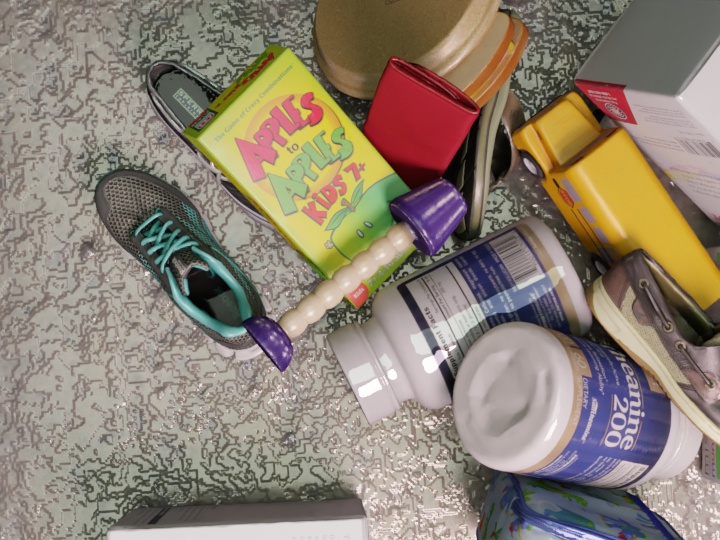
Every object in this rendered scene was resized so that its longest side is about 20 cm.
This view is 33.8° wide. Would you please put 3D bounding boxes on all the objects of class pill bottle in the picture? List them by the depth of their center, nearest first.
[{"bbox_3d":[0.177,0.111,0.924,0.200,0.111,0.111,16,85,-39],"label":"pill bottle"},{"bbox_3d":[0.078,0.046,0.973,0.200,0.111,0.111,-26,87,-3],"label":"pill bottle"}]

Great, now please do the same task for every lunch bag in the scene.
[{"bbox_3d":[0.176,0.214,0.921,0.160,0.200,0.083,20,93,1],"label":"lunch bag"}]

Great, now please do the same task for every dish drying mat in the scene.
[{"bbox_3d":[0.042,-0.111,0.939,0.077,0.200,0.018,31,74,1],"label":"dish drying mat"}]

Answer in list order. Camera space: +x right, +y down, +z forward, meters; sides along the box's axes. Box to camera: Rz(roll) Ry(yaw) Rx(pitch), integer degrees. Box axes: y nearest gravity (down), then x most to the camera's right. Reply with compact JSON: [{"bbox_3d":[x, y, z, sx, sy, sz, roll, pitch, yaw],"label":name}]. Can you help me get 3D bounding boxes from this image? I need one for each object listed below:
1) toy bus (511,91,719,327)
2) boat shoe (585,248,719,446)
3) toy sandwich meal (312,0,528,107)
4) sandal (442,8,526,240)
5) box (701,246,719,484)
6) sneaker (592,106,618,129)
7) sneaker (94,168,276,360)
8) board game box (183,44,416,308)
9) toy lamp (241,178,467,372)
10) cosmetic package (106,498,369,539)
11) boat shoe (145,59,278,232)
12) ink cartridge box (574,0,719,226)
[{"bbox_3d":[0.209,-0.050,0.966,0.065,0.078,0.200,-37,99,-9],"label":"toy bus"},{"bbox_3d":[0.261,0.066,0.899,0.200,0.073,0.065,42,124,7],"label":"boat shoe"},{"bbox_3d":[0.052,-0.214,0.992,0.205,0.070,0.206,-15,61,28],"label":"toy sandwich meal"},{"bbox_3d":[0.117,-0.122,1.006,0.057,0.080,0.201,15,85,-14],"label":"sandal"},{"bbox_3d":[0.381,0.079,0.988,0.176,0.097,0.201,2,87,-4],"label":"box"},{"bbox_3d":[0.281,-0.162,1.016,0.200,0.075,0.081,-39,97,-3],"label":"sneaker"},{"bbox_3d":[-0.144,-0.012,0.981,0.200,0.091,0.078,45,85,2],"label":"sneaker"},{"bbox_3d":[-0.037,-0.074,0.966,0.102,0.048,0.200,-46,115,-6],"label":"board game box"},{"bbox_3d":[0.000,0.000,0.943,0.200,0.058,0.058,-39,88,-7],"label":"toy lamp"},{"bbox_3d":[-0.089,0.292,0.946,0.199,0.123,0.200,-2,86,0],"label":"cosmetic package"},{"bbox_3d":[-0.101,-0.105,0.998,0.074,0.068,0.199,-43,90,-4],"label":"boat shoe"},{"bbox_3d":[0.303,-0.133,0.918,0.200,0.145,0.145,39,86,-25],"label":"ink cartridge box"}]
